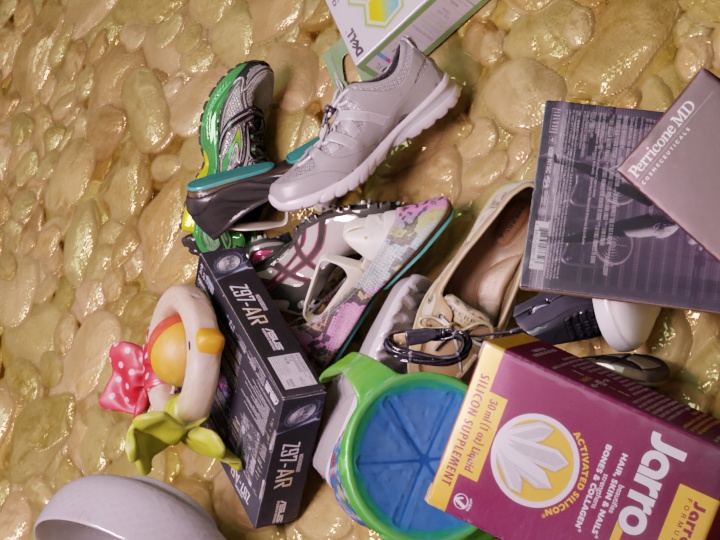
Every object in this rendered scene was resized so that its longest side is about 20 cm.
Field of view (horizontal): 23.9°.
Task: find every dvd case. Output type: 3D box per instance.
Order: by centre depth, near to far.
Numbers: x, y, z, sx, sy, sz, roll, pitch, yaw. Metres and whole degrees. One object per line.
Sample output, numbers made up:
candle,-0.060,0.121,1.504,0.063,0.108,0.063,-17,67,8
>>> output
dvd case,0.229,-0.047,1.291,0.198,0.016,0.150,7,81,12

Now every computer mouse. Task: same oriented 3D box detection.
computer mouse,0.115,0.038,1.344,0.198,0.034,0.059,-11,36,-8

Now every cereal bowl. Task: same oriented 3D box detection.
cereal bowl,-0.186,0.243,1.506,0.199,0.200,0.084,1,50,42

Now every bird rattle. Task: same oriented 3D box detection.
bird rattle,-0.161,0.091,1.531,0.200,0.112,0.164,-116,41,-58

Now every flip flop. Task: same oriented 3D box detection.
flip flop,0.157,0.100,1.335,0.199,0.081,0.058,-15,81,38

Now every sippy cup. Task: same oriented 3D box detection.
sippy cup,0.035,0.157,1.362,0.130,0.138,0.180,142,129,-71

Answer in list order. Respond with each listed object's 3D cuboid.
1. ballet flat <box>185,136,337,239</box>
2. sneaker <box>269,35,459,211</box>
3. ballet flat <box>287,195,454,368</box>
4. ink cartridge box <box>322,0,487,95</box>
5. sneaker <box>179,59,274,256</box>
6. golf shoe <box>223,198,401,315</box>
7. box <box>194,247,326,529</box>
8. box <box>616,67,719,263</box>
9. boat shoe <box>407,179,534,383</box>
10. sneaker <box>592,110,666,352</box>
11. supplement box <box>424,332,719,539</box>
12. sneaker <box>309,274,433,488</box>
ballet flat,-0.067,-0.083,1.609,0.198,0.069,0.068,-20,18,1
sneaker,-0.009,-0.130,1.524,0.200,0.082,0.075,-40,16,-12
ballet flat,0.000,0.000,1.501,0.200,0.071,0.069,-52,7,24
ink cartridge box,0.029,-0.247,1.610,0.200,0.059,0.104,-41,49,22
sneaker,-0.111,-0.108,1.676,0.085,0.078,0.202,7,86,37
golf shoe,-0.037,-0.008,1.570,0.199,0.077,0.089,-23,81,33
box,-0.102,0.104,1.528,0.200,0.043,0.161,56,144,42
box,0.293,-0.043,1.219,0.200,0.075,0.100,44,103,20
boat shoe,0.096,0.014,1.413,0.073,0.063,0.201,24,87,3
sneaker,0.235,-0.035,1.319,0.084,0.073,0.202,-2,69,44
supplement box,0.167,0.144,1.218,0.199,0.103,0.132,23,100,20
sneaker,0.005,0.093,1.471,0.082,0.074,0.201,21,84,48
